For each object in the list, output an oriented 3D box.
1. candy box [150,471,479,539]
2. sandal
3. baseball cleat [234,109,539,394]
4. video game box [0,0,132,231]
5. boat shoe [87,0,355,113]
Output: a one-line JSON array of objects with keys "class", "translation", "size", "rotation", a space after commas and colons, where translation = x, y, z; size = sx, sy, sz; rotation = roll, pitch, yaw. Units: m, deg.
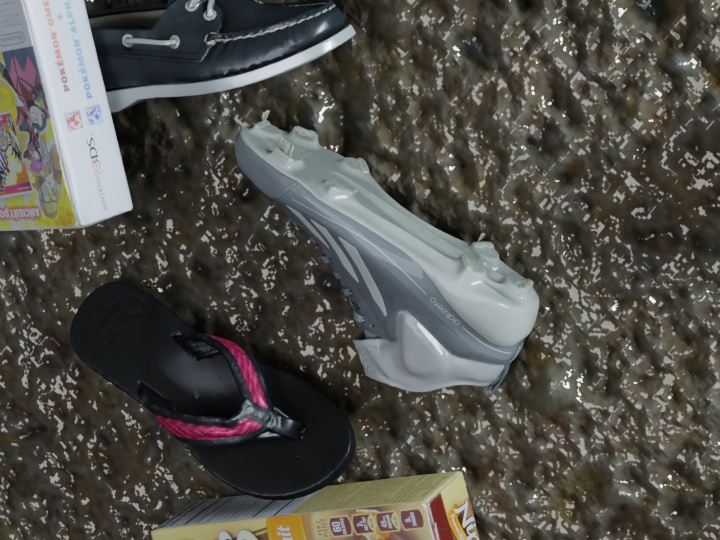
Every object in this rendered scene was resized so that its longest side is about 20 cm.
[{"class": "candy box", "translation": [-0.020, 0.192, 1.079], "size": [0.199, 0.055, 0.116], "rotation": [-11, 99, 30]}, {"class": "sandal", "translation": [-0.095, 0.070, 1.065], "size": [0.199, 0.045, 0.075], "rotation": [30, 79, 19]}, {"class": "baseball cleat", "translation": [0.000, 0.000, 1.003], "size": [0.199, 0.070, 0.107], "rotation": [34, 117, 16]}, {"class": "video game box", "translation": [-0.223, -0.115, 1.066], "size": [0.199, 0.047, 0.184], "rotation": [1, 104, 50]}, {"class": "boat shoe", "translation": [-0.096, -0.132, 1.012], "size": [0.199, 0.076, 0.061], "rotation": [-9, 106, 29]}]
